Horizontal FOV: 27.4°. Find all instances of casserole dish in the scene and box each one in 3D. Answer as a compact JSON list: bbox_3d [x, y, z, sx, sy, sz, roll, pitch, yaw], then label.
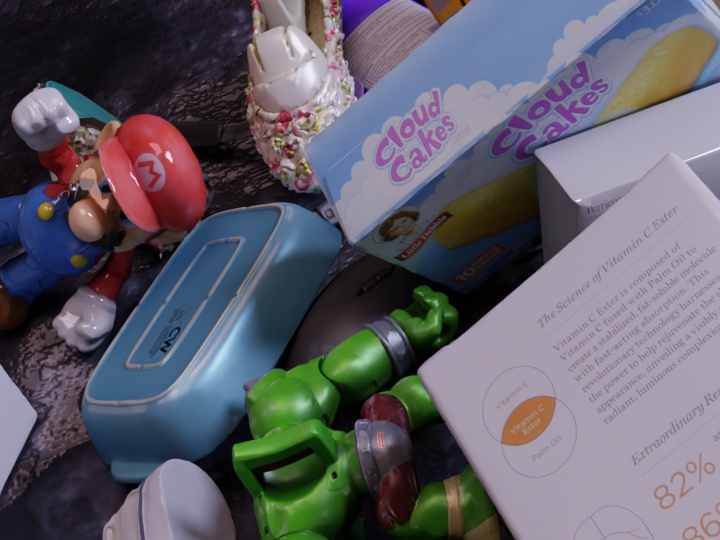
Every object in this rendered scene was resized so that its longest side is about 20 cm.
[{"bbox_3d":[-0.089,0.029,0.838,0.120,0.039,0.201,-6,44,45],"label":"casserole dish"}]

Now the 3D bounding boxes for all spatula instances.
[{"bbox_3d":[-0.082,-0.092,0.967,0.198,0.020,0.057,-2,72,40],"label":"spatula"}]

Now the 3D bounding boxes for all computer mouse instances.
[{"bbox_3d":[0.000,0.000,0.851,0.140,0.046,0.200,29,63,37],"label":"computer mouse"}]

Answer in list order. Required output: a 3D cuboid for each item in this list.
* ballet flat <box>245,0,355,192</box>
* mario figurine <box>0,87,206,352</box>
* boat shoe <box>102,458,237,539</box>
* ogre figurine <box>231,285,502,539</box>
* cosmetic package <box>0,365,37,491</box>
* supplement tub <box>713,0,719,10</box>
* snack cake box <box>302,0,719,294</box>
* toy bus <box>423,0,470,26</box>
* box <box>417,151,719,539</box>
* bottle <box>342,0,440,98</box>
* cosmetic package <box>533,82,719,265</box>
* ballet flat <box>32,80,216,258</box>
[{"bbox_3d":[-0.045,-0.138,0.898,0.075,0.064,0.202,-19,52,16],"label":"ballet flat"},{"bbox_3d":[-0.175,-0.026,0.862,0.199,0.123,0.107,-24,52,36],"label":"mario figurine"},{"bbox_3d":[-0.093,0.187,0.705,0.070,0.071,0.201,-38,44,22],"label":"boat shoe"},{"bbox_3d":[0.004,0.098,0.718,0.118,0.098,0.202,-11,67,3],"label":"ogre figurine"},{"bbox_3d":[-0.297,0.091,0.770,0.122,0.201,0.201,1,48,22],"label":"cosmetic package"},{"bbox_3d":[0.290,-0.198,0.835,0.199,0.142,0.140,-33,43,-31],"label":"supplement tub"},{"bbox_3d":[0.084,-0.083,0.746,0.200,0.115,0.068,-40,59,21],"label":"snack cake box"},{"bbox_3d":[0.095,-0.147,0.852,0.065,0.078,0.201,-25,79,-42],"label":"toy bus"},{"bbox_3d":[0.145,0.082,0.621,0.152,0.106,0.201,-41,53,13],"label":"box"},{"bbox_3d":[0.016,-0.137,0.962,0.083,0.066,0.200,-43,47,-13],"label":"bottle"},{"bbox_3d":[0.188,-0.049,0.741,0.198,0.083,0.051,-21,40,-9],"label":"cosmetic package"},{"bbox_3d":[-0.170,-0.068,0.973,0.199,0.075,0.064,33,99,46],"label":"ballet flat"}]
